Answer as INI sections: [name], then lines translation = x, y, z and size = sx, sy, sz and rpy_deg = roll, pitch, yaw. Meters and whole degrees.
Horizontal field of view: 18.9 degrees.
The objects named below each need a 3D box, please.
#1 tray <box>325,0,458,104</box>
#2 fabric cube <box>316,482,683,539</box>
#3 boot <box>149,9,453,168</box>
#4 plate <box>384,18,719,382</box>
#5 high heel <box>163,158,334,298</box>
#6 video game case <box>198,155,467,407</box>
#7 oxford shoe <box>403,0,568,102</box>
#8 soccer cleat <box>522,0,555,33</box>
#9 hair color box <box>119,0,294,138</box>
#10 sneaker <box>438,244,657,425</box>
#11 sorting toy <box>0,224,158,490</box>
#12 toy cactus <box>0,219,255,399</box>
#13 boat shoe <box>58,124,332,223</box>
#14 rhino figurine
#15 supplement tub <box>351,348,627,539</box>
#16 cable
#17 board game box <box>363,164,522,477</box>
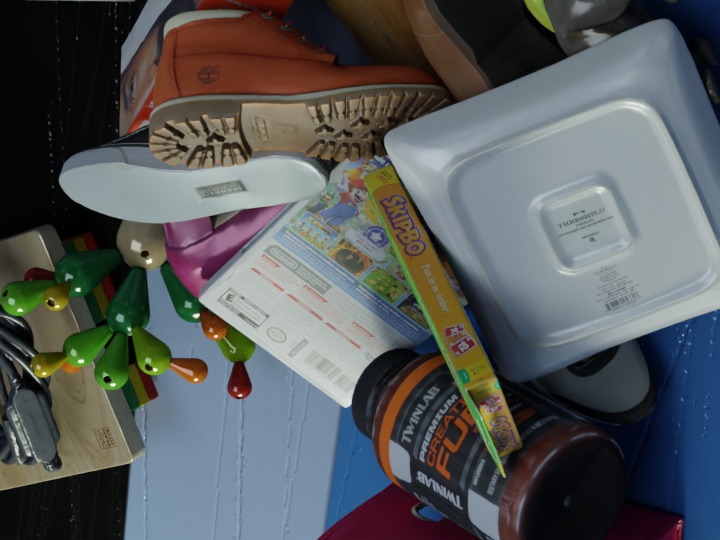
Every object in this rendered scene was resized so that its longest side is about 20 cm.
[tray]
translation = 0.048, -0.167, 1.470
size = 0.200, 0.037, 0.099
rpy_deg = 52, 131, 5
[fabric cube]
translation = 0.094, 0.269, 1.523
size = 0.199, 0.196, 0.201
rpy_deg = 14, 117, 33
[boot]
translation = -0.039, -0.130, 1.425
size = 0.199, 0.108, 0.075
rpy_deg = 0, 149, -2
[plate]
translation = 0.142, -0.033, 1.360
size = 0.199, 0.032, 0.200
rpy_deg = -22, 113, 16
[high heel]
translation = -0.047, -0.039, 1.555
size = 0.199, 0.067, 0.096
rpy_deg = -15, 122, 6
[video game case]
translation = 0.000, 0.000, 1.530
size = 0.143, 0.018, 0.200
rpy_deg = 37, 123, -17
[oxford shoe]
translation = 0.097, -0.114, 1.403
size = 0.200, 0.071, 0.071
rpy_deg = 57, 154, -6
[soccer cleat]
translation = 0.088, -0.236, 1.405
size = 0.200, 0.065, 0.084
rpy_deg = 54, 161, 0
[hair color box]
translation = -0.105, -0.183, 1.525
size = 0.064, 0.111, 0.200
rpy_deg = 16, 133, -21
[sneaker]
translation = 0.125, 0.025, 1.444
size = 0.200, 0.074, 0.079
rpy_deg = 49, 173, -5
[sorting toy]
translation = -0.269, 0.068, 1.796
size = 0.198, 0.070, 0.201
rpy_deg = -15, 100, 41
[toy cactus]
translation = -0.170, 0.015, 1.669
size = 0.199, 0.102, 0.166
rpy_deg = 11, 76, 1
[boat shoe]
translation = -0.112, -0.084, 1.498
size = 0.199, 0.068, 0.074
rpy_deg = -8, 143, 24
[rhino figurine]
translation = 0.182, -0.116, 1.364
size = 0.087, 0.060, 0.201
rpy_deg = -17, 114, 22
[supplement tub]
translation = 0.080, 0.121, 1.484
size = 0.200, 0.107, 0.107
rpy_deg = 27, 126, 46
[cable]
translation = -0.309, 0.071, 1.735
size = 0.163, 0.051, 0.201
rpy_deg = 22, 140, 43
[board game box]
translation = 0.056, 0.033, 1.401
size = 0.096, 0.030, 0.200
rpy_deg = 65, -178, -55
